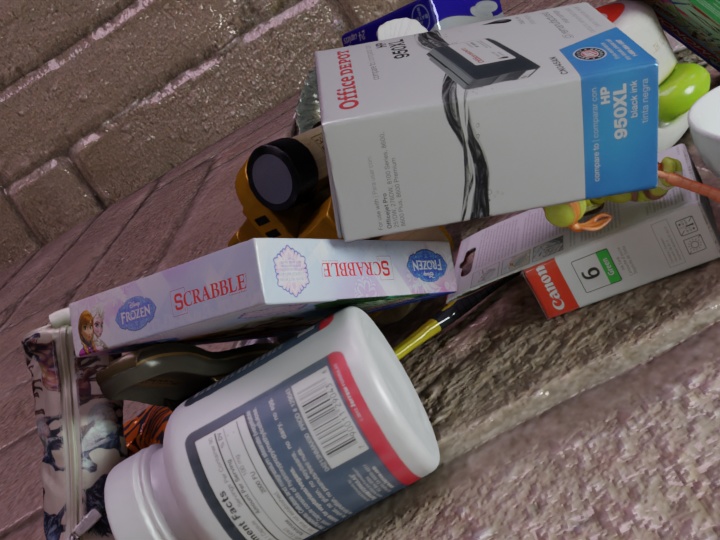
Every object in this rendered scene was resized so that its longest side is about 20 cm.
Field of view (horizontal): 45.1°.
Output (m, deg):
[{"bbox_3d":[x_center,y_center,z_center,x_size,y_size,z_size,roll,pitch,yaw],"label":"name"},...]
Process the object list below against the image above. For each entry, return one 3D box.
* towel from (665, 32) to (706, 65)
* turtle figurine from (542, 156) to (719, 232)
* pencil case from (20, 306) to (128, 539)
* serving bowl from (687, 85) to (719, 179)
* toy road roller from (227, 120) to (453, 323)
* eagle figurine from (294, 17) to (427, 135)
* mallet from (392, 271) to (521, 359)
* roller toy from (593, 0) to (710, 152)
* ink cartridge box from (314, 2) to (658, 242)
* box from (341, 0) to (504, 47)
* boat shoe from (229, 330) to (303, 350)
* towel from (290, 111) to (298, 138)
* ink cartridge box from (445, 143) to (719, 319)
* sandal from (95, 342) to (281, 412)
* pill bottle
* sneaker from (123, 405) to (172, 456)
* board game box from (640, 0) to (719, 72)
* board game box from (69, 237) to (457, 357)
[{"bbox_3d":[0.352,-0.258,1.012,0.199,0.035,0.133,-17,24,37],"label":"towel"},{"bbox_3d":[0.166,-0.073,0.634,0.198,0.065,0.162,2,34,24],"label":"turtle figurine"},{"bbox_3d":[-0.219,0.134,0.681,0.077,0.202,0.089,-5,-12,-17],"label":"pencil case"},{"bbox_3d":[0.315,-0.085,0.549,0.198,0.066,0.200,-13,22,6],"label":"serving bowl"},{"bbox_3d":[-0.029,-0.030,0.780,0.146,0.200,0.123,-45,-7,40],"label":"toy road roller"},{"bbox_3d":[0.023,-0.165,0.903,0.151,0.152,0.200,-23,18,11],"label":"eagle figurine"},{"bbox_3d":[0.060,0.050,0.700,0.199,0.041,0.066,-33,17,-14],"label":"mallet"},{"bbox_3d":[0.213,-0.171,0.845,0.199,0.140,0.183,-30,18,7],"label":"roller toy"},{"bbox_3d":[0.073,-0.101,0.566,0.198,0.085,0.145,-10,31,1],"label":"ink cartridge box"},{"bbox_3d":[0.090,-0.217,1.041,0.104,0.202,0.183,-23,11,-32],"label":"box"},{"bbox_3d":[-0.054,0.064,0.780,0.073,0.075,0.201,-3,40,39],"label":"boat shoe"},{"bbox_3d":[-0.049,-0.123,1.072,0.034,0.202,0.133,14,31,16],"label":"towel"},{"bbox_3d":[0.169,-0.019,0.673,0.199,0.051,0.109,-24,21,25],"label":"ink cartridge box"},{"bbox_3d":[-0.104,0.092,0.645,0.081,0.055,0.199,-33,-24,24],"label":"sandal"},{"bbox_3d":[-0.060,0.122,0.571,0.199,0.120,0.120,-30,18,7],"label":"pill bottle"},{"bbox_3d":[-0.166,0.159,0.741,0.112,0.078,0.200,-39,10,-7],"label":"sneaker"},{"bbox_3d":[0.306,-0.245,0.807,0.029,0.199,0.135,-58,15,10],"label":"board game box"},{"bbox_3d":[-0.067,0.020,0.619,0.199,0.042,0.199,-17,-10,39],"label":"board game box"}]
